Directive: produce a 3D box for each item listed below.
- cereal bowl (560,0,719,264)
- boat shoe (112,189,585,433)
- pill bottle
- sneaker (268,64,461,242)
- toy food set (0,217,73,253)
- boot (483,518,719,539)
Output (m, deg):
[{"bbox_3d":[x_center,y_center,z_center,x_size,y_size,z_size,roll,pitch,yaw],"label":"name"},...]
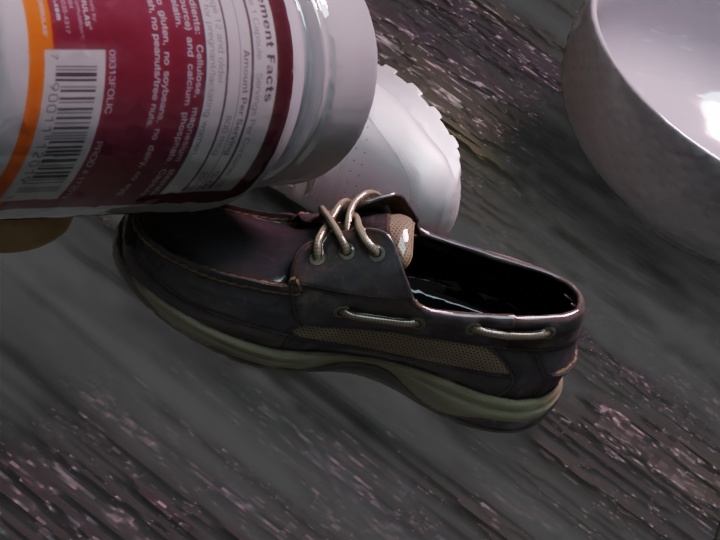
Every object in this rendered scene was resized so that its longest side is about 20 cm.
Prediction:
[{"bbox_3d":[0.184,-0.063,1.128,0.199,0.084,0.200,18,36,-13],"label":"cereal bowl"},{"bbox_3d":[0.000,0.000,0.926,0.199,0.073,0.075,16,36,-17],"label":"boat shoe"},{"bbox_3d":[-0.093,-0.077,0.841,0.200,0.114,0.114,-5,45,-48],"label":"pill bottle"},{"bbox_3d":[-0.042,-0.067,0.987,0.200,0.077,0.080,35,32,30],"label":"sneaker"},{"bbox_3d":[-0.195,-0.082,0.920,0.197,0.049,0.200,24,35,-5],"label":"toy food set"},{"bbox_3d":[0.098,0.126,0.844,0.130,0.068,0.200,23,33,3],"label":"boot"}]
